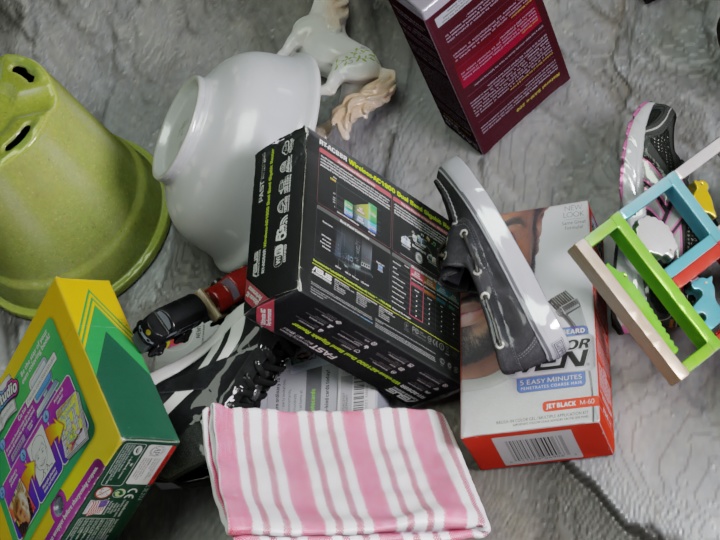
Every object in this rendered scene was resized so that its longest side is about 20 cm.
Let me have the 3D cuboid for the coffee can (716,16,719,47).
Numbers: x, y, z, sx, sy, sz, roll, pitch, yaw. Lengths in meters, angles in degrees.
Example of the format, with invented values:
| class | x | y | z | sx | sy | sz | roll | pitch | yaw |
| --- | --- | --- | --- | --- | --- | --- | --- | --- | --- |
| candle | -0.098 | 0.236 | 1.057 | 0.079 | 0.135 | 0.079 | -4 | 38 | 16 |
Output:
| class | x | y | z | sx | sy | sz | roll | pitch | yaw |
| --- | --- | --- | --- | --- | --- | --- | --- | --- | --- |
| coffee can | 0.407 | -0.219 | 1.387 | 0.200 | 0.146 | 0.146 | -44 | 55 | -11 |

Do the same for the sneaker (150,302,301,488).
| class | x | y | z | sx | sy | sz | roll | pitch | yaw |
| --- | --- | --- | --- | --- | --- | --- | --- | --- | --- |
| sneaker | -0.089 | 0.101 | 1.369 | 0.200 | 0.073 | 0.112 | -35 | 57 | 6 |

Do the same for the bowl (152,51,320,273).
| class | x | y | z | sx | sy | sz | roll | pitch | yaw |
| --- | --- | --- | --- | --- | --- | --- | --- | --- | --- |
| bowl | -0.118 | -0.106 | 1.474 | 0.201 | 0.090 | 0.201 | -52 | 27 | 40 |

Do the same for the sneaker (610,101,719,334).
| class | x | y | z | sx | sy | sz | roll | pitch | yaw |
| --- | --- | --- | --- | --- | --- | --- | --- | --- | --- |
| sneaker | 0.249 | -0.038 | 1.386 | 0.086 | 0.080 | 0.201 | 4 | 68 | 9 |

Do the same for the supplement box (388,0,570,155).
| class | x | y | z | sx | sy | sz | roll | pitch | yaw |
| --- | --- | --- | --- | --- | --- | --- | --- | --- | --- |
| supplement box | 0.100 | -0.201 | 1.453 | 0.109 | 0.200 | 0.061 | -41 | 53 | -8 |

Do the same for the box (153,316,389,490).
| class | x | y | z | sx | sy | sz | roll | pitch | yaw |
| --- | --- | --- | --- | --- | --- | --- | --- | --- | --- |
| box | -0.075 | 0.096 | 1.430 | 0.199 | 0.041 | 0.156 | -8 | 56 | 14 |

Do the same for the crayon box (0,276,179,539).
| class | x | y | z | sx | sy | sz | roll | pitch | yaw |
| --- | --- | --- | --- | --- | --- | --- | --- | --- | --- |
| crayon box | -0.236 | 0.136 | 1.386 | 0.200 | 0.058 | 0.173 | -55 | 45 | 31 |

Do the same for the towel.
| class | x | y | z | sx | sy | sz | roll | pitch | yaw |
| --- | --- | --- | --- | --- | --- | --- | --- | --- | --- |
| towel | -0.012 | 0.149 | 1.279 | 0.199 | 0.030 | 0.146 | 1 | 31 | -15 |

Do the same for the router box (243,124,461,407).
| class | x | y | z | sx | sy | sz | roll | pitch | yaw |
| --- | --- | --- | --- | --- | --- | --- | --- | --- | --- |
| router box | 0.000 | 0.000 | 1.359 | 0.062 | 0.200 | 0.150 | -24 | 49 | 36 |

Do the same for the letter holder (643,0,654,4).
| class | x | y | z | sx | sy | sz | roll | pitch | yaw |
| --- | --- | --- | --- | --- | --- | --- | --- | --- | --- |
| letter holder | 0.316 | -0.353 | 1.534 | 0.199 | 0.101 | 0.142 | -21 | 53 | 7 |

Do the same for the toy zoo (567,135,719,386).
| class | x | y | z | sx | sy | sz | roll | pitch | yaw |
| --- | --- | --- | --- | --- | --- | --- | --- | --- | --- |
| toy zoo | 0.272 | -0.020 | 1.330 | 0.200 | 0.020 | 0.131 | -34 | 84 | -21 |

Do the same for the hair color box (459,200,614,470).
| class | x | y | z | sx | sy | sz | roll | pitch | yaw |
| --- | --- | --- | --- | --- | --- | --- | --- | --- | --- |
| hair color box | 0.138 | 0.050 | 1.367 | 0.111 | 0.064 | 0.201 | -9 | 55 | 16 |

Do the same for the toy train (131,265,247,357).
| class | x | y | z | sx | sy | sz | roll | pitch | yaw |
| --- | --- | --- | --- | --- | --- | --- | --- | --- | --- |
| toy train | -0.105 | 0.017 | 1.405 | 0.200 | 0.046 | 0.034 | -28 | 75 | -43 |

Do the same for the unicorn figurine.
| class | x | y | z | sx | sy | sz | roll | pitch | yaw |
| --- | --- | --- | --- | --- | --- | --- | --- | --- | --- |
| unicorn figurine | -0.039 | -0.205 | 1.596 | 0.137 | 0.074 | 0.200 | -41 | 71 | -9 |

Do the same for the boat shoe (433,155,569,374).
| class | x | y | z | sx | sy | sz | roll | pitch | yaw |
| --- | --- | --- | --- | --- | --- | --- | --- | --- | --- |
| boat shoe | 0.093 | -0.002 | 1.343 | 0.066 | 0.070 | 0.200 | -28 | 60 | 2 |

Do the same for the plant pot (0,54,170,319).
| class | x | y | z | sx | sy | sz | roll | pitch | yaw |
| --- | --- | --- | --- | --- | --- | --- | --- | --- | --- |
| plant pot | -0.294 | -0.087 | 1.536 | 0.200 | 0.184 | 0.201 | -9 | 57 | 14 |
